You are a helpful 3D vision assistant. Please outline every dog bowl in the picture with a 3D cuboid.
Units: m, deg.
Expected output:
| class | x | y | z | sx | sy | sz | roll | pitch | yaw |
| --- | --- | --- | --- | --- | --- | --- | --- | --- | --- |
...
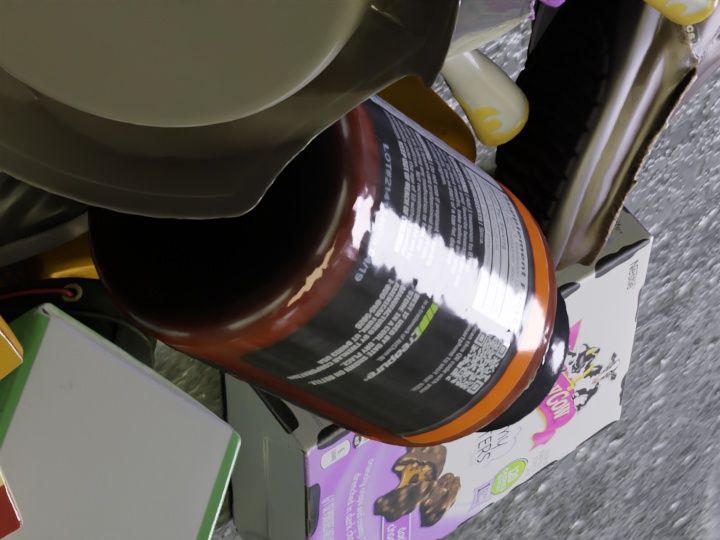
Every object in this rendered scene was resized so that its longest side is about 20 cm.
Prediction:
| class | x | y | z | sx | sy | sz | roll | pitch | yaw |
| --- | --- | --- | --- | --- | --- | --- | --- | --- | --- |
| dog bowl | -0.062 | -0.111 | 0.721 | 0.059 | 0.199 | 0.201 | -69 | -179 | -49 |

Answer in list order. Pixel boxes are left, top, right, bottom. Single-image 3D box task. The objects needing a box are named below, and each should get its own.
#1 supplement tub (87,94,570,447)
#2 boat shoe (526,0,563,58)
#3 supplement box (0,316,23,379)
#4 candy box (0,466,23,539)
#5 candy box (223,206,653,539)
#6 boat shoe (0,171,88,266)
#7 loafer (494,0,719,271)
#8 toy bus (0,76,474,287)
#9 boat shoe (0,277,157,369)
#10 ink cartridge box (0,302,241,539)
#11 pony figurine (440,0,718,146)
| class | x | y | z | sx | sy | sz | roll | pitch | yaw |
| --- | --- | --- | --- | --- | --- | --- | --- | --- | --- |
| supplement tub | 0.000 | 0.000 | 0.873 | 0.107 | 0.107 | 0.200 | -46 | 147 | 9 |
| boat shoe | 0.117 | -0.159 | 1.013 | 0.201 | 0.075 | 0.060 | -62 | -171 | 18 |
| supplement box | -0.228 | -0.009 | 0.609 | 0.200 | 0.197 | 0.133 | -38 | 145 | -6 |
| candy box | -0.196 | 0.035 | 0.721 | 0.115 | 0.200 | 0.056 | -31 | 132 | -20 |
| candy box | 0.036 | 0.055 | 1.203 | 0.199 | 0.072 | 0.168 | -31 | 151 | -19 |
| boat shoe | -0.176 | -0.012 | 0.839 | 0.199 | 0.067 | 0.057 | -28 | 128 | -16 |
| loafer | 0.115 | -0.085 | 0.967 | 0.071 | 0.073 | 0.201 | 15 | 109 | -24 |
| toy bus | -0.052 | -0.024 | 0.961 | 0.199 | 0.065 | 0.079 | -13 | 141 | -44 |
| boat shoe | -0.153 | 0.050 | 0.880 | 0.200 | 0.063 | 0.074 | -13 | 139 | 34 |
| ink cartridge box | -0.141 | 0.118 | 0.790 | 0.084 | 0.147 | 0.200 | 34 | 143 | -23 |
| pony figurine | 0.028 | -0.119 | 0.858 | 0.199 | 0.168 | 0.193 | 13 | 148 | -42 |
